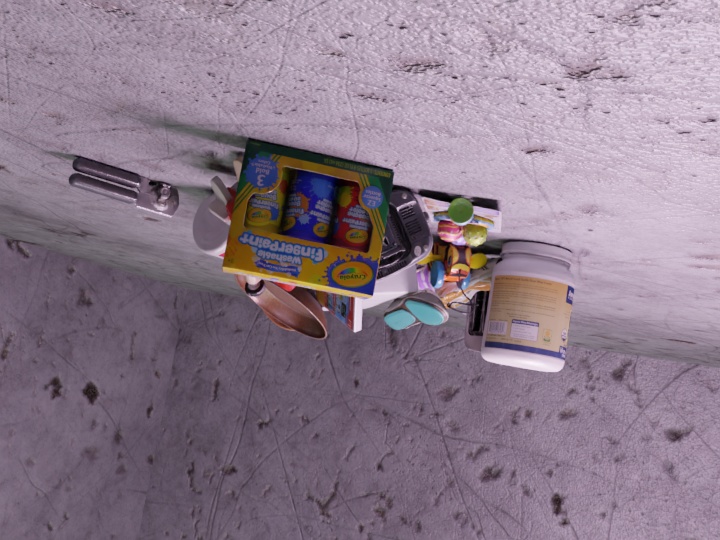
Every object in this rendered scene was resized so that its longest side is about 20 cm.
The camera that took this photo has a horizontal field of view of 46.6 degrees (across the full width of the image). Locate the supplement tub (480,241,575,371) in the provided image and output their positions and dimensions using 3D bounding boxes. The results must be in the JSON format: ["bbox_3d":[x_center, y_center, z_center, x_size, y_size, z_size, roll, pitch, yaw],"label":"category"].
[{"bbox_3d":[0.287,0.062,1.420,0.142,0.203,0.144,10,173,1],"label":"supplement tub"}]

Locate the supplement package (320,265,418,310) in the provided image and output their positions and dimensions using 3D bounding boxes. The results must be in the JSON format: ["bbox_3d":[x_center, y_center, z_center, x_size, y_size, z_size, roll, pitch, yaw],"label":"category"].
[{"bbox_3d":[0.000,0.000,1.493,0.116,0.119,0.199,-2,170,-30],"label":"supplement package"}]

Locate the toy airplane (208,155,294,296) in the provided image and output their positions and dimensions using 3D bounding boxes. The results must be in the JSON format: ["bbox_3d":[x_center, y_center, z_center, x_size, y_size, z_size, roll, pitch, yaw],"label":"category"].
[{"bbox_3d":[-0.140,-0.073,1.242,0.140,0.201,0.200,-24,-173,-9],"label":"toy airplane"}]

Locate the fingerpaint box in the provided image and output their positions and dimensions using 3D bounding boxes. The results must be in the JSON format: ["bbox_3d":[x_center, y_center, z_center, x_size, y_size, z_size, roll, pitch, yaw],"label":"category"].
[{"bbox_3d":[-0.068,-0.063,1.090,0.197,0.169,0.073,12,173,-8],"label":"fingerpaint box"}]

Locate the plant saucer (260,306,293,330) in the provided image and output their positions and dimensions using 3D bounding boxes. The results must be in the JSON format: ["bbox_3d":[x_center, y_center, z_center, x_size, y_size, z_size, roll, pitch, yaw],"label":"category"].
[{"bbox_3d":[-0.142,0.019,1.687,0.198,0.203,0.037,5,-165,40],"label":"plant saucer"}]

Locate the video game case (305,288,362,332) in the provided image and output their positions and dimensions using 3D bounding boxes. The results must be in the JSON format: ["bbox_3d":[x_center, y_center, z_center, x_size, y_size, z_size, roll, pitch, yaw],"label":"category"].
[{"bbox_3d":[-0.059,-0.002,1.435,0.017,0.145,0.200,-17,-145,-31],"label":"video game case"}]

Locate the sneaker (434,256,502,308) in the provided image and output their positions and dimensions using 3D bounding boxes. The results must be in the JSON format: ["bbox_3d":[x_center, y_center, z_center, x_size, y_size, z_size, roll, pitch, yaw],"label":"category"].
[{"bbox_3d":[0.213,-0.003,1.564,0.199,0.089,0.075,-25,149,34],"label":"sneaker"}]

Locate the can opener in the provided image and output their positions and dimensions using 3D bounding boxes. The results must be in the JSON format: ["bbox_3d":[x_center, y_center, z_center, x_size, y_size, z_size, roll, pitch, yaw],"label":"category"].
[{"bbox_3d":[-0.406,-0.140,1.439,0.198,0.054,0.067,17,170,-36],"label":"can opener"}]

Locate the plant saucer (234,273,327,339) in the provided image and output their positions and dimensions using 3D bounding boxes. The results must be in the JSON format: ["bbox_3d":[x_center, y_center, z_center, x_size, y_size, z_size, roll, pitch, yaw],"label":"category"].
[{"bbox_3d":[-0.136,0.051,1.505,0.199,0.037,0.201,29,160,11],"label":"plant saucer"}]

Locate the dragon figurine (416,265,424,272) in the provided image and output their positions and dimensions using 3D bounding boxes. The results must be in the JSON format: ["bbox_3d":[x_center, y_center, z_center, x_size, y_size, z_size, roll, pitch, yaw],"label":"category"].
[{"bbox_3d":[0.039,-0.011,1.688,0.058,0.101,0.199,-6,168,-38],"label":"dragon figurine"}]

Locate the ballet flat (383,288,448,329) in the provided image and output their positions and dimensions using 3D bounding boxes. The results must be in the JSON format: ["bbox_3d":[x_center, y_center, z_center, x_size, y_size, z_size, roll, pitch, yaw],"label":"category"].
[{"bbox_3d":[0.103,0.060,1.459,0.067,0.064,0.200,43,156,-12],"label":"ballet flat"}]

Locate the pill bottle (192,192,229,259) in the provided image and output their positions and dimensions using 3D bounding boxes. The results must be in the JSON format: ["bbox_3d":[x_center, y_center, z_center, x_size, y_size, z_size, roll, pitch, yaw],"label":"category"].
[{"bbox_3d":[-0.197,-0.063,1.507,0.110,0.112,0.199,5,171,36],"label":"pill bottle"}]

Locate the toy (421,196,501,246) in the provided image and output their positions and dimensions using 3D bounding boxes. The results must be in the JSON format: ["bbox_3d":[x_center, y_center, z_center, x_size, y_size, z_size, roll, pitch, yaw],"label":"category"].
[{"bbox_3d":[0.150,-0.064,1.245,0.114,0.048,0.200,11,173,10],"label":"toy"}]

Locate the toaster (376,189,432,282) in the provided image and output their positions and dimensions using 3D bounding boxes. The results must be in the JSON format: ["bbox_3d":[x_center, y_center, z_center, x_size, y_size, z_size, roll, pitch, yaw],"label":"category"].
[{"bbox_3d":[0.006,-0.036,1.219,0.198,0.115,0.129,-24,179,-3],"label":"toaster"}]

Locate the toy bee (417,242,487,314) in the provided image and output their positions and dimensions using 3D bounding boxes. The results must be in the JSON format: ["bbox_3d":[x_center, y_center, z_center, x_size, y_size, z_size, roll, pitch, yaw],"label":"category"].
[{"bbox_3d":[0.172,-0.016,1.471,0.130,0.110,0.200,-4,-157,-32],"label":"toy bee"}]

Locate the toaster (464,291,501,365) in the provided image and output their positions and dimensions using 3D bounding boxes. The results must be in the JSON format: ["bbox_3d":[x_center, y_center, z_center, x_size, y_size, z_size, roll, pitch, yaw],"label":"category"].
[{"bbox_3d":[0.300,0.086,1.610,0.117,0.203,0.180,9,175,-30],"label":"toaster"}]

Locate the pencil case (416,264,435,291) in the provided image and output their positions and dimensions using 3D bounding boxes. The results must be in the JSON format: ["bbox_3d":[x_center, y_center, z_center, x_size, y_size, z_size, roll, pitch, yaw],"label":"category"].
[{"bbox_3d":[0.106,0.009,1.723,0.084,0.086,0.199,-34,-159,-33],"label":"pencil case"}]
